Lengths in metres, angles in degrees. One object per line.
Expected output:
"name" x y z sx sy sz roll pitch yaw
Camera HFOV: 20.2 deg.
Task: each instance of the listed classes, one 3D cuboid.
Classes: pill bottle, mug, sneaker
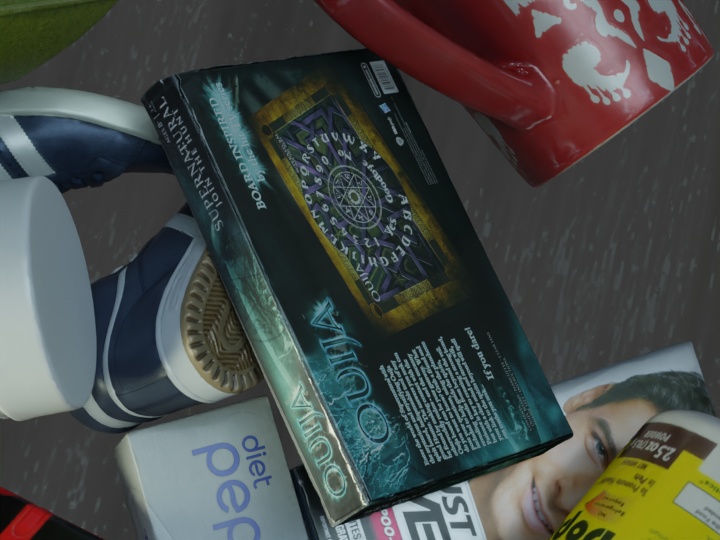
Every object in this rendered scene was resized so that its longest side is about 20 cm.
"pill bottle" 0.107 0.162 0.838 0.109 0.109 0.200 42 73 -2
"mug" 0.048 -0.137 0.941 0.177 0.133 0.200 -39 93 -20
"pill bottle" -0.217 0.022 0.822 0.200 0.114 0.114 -9 80 6
"sneaker" -0.070 -0.005 0.917 0.070 0.108 0.200 50 39 -19
"sneaker" -0.171 -0.037 0.901 0.200 0.075 0.085 3 84 -6

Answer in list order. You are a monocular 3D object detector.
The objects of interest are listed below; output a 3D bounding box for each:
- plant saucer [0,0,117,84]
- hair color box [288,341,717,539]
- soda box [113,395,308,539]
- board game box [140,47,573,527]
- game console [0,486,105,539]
"plant saucer" -0.229 -0.112 0.828 0.199 0.200 0.048 18 105 14
"hair color box" 0.071 0.110 0.928 0.200 0.061 0.099 -16 83 -16
"soda box" -0.050 0.161 0.887 0.068 0.063 0.200 -14 83 -15
"board game box" 0.000 0.000 0.867 0.135 0.028 0.200 -12 72 -45
"game console" -0.181 0.174 0.809 0.177 0.031 0.200 18 54 35
